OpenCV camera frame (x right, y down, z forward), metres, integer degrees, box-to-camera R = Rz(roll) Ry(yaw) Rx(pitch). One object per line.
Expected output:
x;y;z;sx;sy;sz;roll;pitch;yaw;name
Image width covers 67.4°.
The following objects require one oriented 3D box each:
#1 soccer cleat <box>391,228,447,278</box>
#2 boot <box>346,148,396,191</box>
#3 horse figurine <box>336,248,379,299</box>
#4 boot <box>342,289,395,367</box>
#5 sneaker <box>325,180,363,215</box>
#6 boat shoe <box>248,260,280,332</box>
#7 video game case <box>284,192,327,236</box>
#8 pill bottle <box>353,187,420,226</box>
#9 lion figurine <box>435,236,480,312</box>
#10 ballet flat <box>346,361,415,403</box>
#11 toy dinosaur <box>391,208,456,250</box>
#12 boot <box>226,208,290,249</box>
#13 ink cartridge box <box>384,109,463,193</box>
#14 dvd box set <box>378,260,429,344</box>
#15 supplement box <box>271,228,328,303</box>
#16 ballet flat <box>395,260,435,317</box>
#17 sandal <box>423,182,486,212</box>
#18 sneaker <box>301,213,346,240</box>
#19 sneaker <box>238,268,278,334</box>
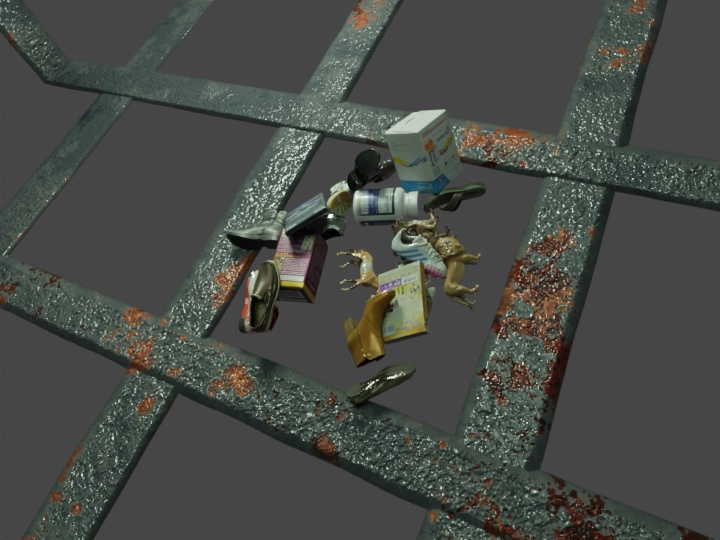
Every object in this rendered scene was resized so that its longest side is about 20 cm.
0.181;-0.048;1.530;0.197;0.087;0.070;26;38;9;soccer cleat
0.057;-0.324;1.671;0.172;0.200;0.070;-23;79;-33;boot
0.000;0.000;1.596;0.130;0.050;0.203;-6;51;-3;horse figurine
0.044;0.160;1.455;0.201;0.070;0.146;-40;58;23;boot
-0.068;-0.230;1.725;0.086;0.077;0.200;2;29;29;sneaker
-0.274;0.071;1.516;0.073;0.075;0.207;2;84;18;boat shoe
-0.169;-0.174;1.648;0.141;0.019;0.200;-31;20;4;video game case
0.084;-0.196;1.660;0.196;0.112;0.113;-1;59;14;pill bottle
0.262;0.009;1.476;0.120;0.073;0.204;4;77;5;lion figurine
0.057;0.298;1.411;0.197;0.047;0.067;-25;25;-7;ballet flat
0.197;-0.093;1.584;0.136;0.086;0.200;-46;79;12;toy dinosaur
-0.330;-0.139;1.773;0.196;0.070;0.134;6;57;6;boot
0.194;-0.360;1.637;0.147;0.202;0.143;-41;33;-29;ink cartridge box
0.116;0.089;1.478;0.145;0.029;0.204;-21;60;34;dvd box set
-0.189;-0.015;1.628;0.128;0.104;0.203;3;61;20;supplement box
0.169;0.046;1.523;0.074;0.068;0.202;-15;53;-14;ballet flat
0.287;-0.213;1.639;0.197;0.080;0.058;-15;70;5;sandal
-0.141;-0.127;1.696;0.196;0.075;0.083;-12;51;7;sneaker
-0.291;0.093;1.614;0.106;0.067;0.205;0;63;14;sneaker
